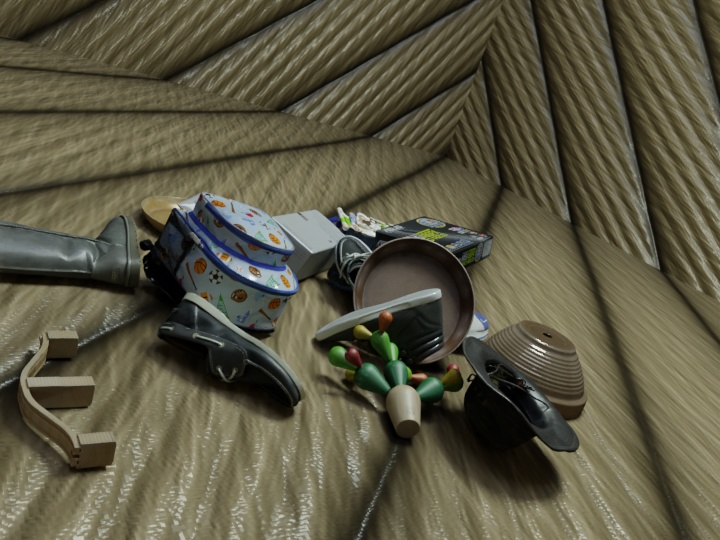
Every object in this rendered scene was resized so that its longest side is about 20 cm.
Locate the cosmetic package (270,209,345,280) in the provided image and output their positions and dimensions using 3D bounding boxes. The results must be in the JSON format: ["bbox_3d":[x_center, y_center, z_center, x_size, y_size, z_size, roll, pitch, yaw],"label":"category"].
[{"bbox_3d":[-0.103,-0.049,1.194,0.101,0.074,0.200,41,17,8],"label":"cosmetic package"}]

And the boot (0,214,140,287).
[{"bbox_3d":[-0.414,-0.037,0.899,0.197,0.074,0.182,3,22,-26],"label":"boot"}]

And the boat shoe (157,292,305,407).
[{"bbox_3d":[-0.154,0.108,0.778,0.198,0.072,0.068,32,57,13],"label":"boat shoe"}]

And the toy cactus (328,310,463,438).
[{"bbox_3d":[0.058,0.144,0.858,0.197,0.103,0.166,24,26,-19],"label":"toy cactus"}]

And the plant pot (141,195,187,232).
[{"bbox_3d":[-0.308,-0.087,1.205,0.197,0.028,0.200,18,18,-6],"label":"plant pot"}]

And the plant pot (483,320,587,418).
[{"bbox_3d":[0.293,0.148,1.080,0.197,0.094,0.201,19,19,-7],"label":"plant pot"}]

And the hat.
[{"bbox_3d":[0.188,0.183,0.861,0.200,0.081,0.201,38,15,-12],"label":"hat"}]

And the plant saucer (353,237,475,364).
[{"bbox_3d":[0.083,0.049,1.033,0.197,0.204,0.035,19,-16,-4],"label":"plant saucer"}]

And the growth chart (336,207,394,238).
[{"bbox_3d":[0.039,-0.088,1.362,0.197,0.018,0.145,14,20,-20],"label":"growth chart"}]

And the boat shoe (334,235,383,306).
[{"bbox_3d":[-0.003,0.001,1.119,0.072,0.069,0.201,-17,50,0],"label":"boat shoe"}]

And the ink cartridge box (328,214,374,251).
[{"bbox_3d":[0.019,-0.055,1.396,0.197,0.078,0.136,23,18,13],"label":"ink cartridge box"}]

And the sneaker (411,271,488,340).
[{"bbox_3d":[0.149,0.058,1.114,0.197,0.118,0.080,6,2,-40],"label":"sneaker"}]

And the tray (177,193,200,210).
[{"bbox_3d":[-0.225,-0.073,1.164,0.199,0.022,0.108,39,18,-3],"label":"tray"}]

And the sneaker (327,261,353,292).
[{"bbox_3d":[0.032,0.028,1.190,0.196,0.079,0.076,12,57,16],"label":"sneaker"}]

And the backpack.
[{"bbox_3d":[-0.177,-0.006,0.923,0.198,0.155,0.191,7,36,-50],"label":"backpack"}]

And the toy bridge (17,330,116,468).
[{"bbox_3d":[-0.294,0.117,0.629,0.066,0.028,0.200,5,23,-37],"label":"toy bridge"}]

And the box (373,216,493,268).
[{"bbox_3d":[0.140,-0.050,1.225,0.158,0.045,0.199,20,22,29],"label":"box"}]

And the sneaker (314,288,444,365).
[{"bbox_3d":[0.036,0.101,0.959,0.196,0.101,0.071,-16,5,0],"label":"sneaker"}]
